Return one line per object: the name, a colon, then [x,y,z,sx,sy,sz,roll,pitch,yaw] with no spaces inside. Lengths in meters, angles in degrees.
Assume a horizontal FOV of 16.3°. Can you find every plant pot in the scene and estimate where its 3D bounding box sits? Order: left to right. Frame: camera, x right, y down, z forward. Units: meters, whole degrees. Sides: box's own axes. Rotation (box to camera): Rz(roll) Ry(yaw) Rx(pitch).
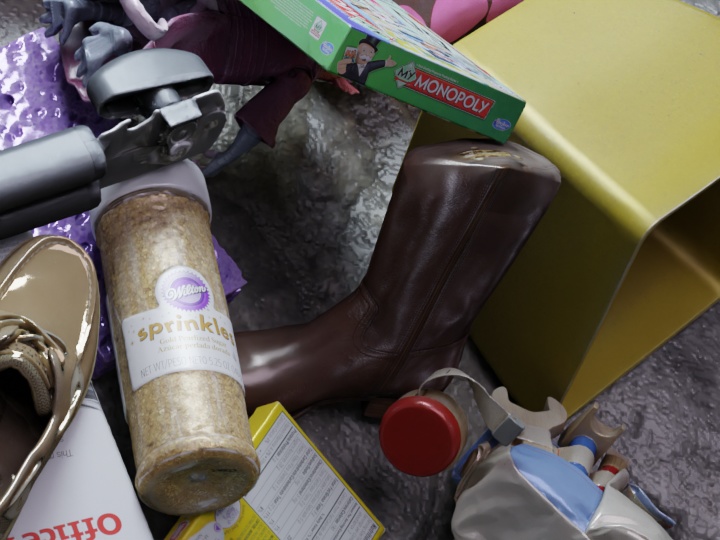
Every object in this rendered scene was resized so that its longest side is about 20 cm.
plant pot: [0.136,-0.060,1.513,0.176,0.200,0.200,42,52,18]

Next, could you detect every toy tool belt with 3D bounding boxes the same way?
toy tool belt: [0.100,0.130,1.435,0.200,0.125,0.123,42,21,0]

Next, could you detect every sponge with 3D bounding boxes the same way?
sponge: [-0.168,-0.041,1.450,0.111,0.030,0.200,-32,78,-36]

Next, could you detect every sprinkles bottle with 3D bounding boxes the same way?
sprinkles bottle: [-0.102,0.032,1.359,0.068,0.068,0.201,4,52,-23]

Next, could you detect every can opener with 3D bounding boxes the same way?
can opener: [-0.163,-0.064,1.339,0.199,0.053,0.067,-20,63,-25]

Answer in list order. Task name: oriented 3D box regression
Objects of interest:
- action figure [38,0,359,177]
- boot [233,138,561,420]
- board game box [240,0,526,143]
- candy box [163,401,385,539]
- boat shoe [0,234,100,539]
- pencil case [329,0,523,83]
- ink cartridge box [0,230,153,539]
action figure: [-0.080,-0.144,1.478,0.199,0.149,0.135,4,58,-26]
boot: [0.000,0.000,1.393,0.185,0.200,0.064,0,47,-29]
board game box: [-0.012,-0.141,1.401,0.134,0.029,0.200,20,15,-40]
candy box: [-0.067,0.175,1.348,0.102,0.026,0.200,53,49,-21]
boat shoe: [-0.170,0.057,1.260,0.071,0.065,0.201,22,53,-12]
pencil case: [0.046,-0.191,1.605,0.199,0.091,0.094,-23,78,-37]
ink cartridge box: [-0.215,0.090,1.313,0.146,0.086,0.201,-11,68,-31]
